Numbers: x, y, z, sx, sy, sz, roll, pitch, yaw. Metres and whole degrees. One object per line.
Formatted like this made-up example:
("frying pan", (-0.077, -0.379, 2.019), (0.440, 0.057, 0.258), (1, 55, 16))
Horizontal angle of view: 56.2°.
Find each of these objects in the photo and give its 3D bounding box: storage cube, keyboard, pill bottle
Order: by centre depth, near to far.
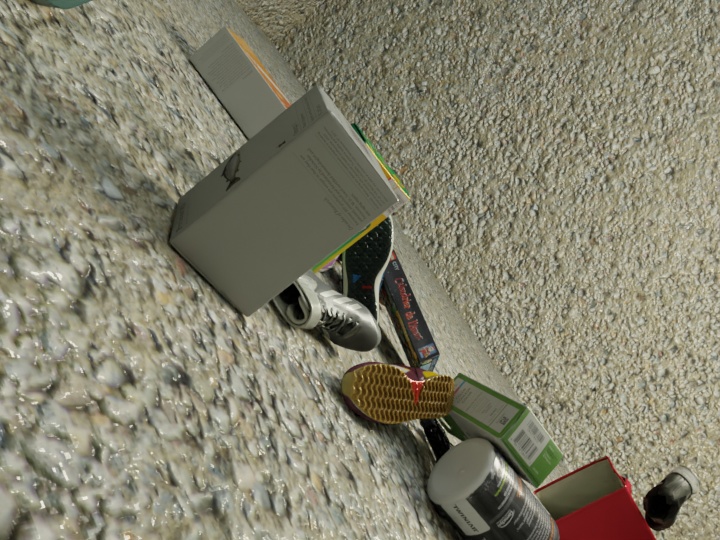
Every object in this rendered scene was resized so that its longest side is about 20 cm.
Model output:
("pill bottle", (0.182, 0.319, 0.860), (0.201, 0.106, 0.106), (51, 10, -15))
("keyboard", (0.144, 0.285, 1.002), (0.104, 0.039, 0.201), (48, 10, -35))
("storage cube", (0.463, 0.506, 1.320), (0.181, 0.199, 0.171), (60, 9, 0))

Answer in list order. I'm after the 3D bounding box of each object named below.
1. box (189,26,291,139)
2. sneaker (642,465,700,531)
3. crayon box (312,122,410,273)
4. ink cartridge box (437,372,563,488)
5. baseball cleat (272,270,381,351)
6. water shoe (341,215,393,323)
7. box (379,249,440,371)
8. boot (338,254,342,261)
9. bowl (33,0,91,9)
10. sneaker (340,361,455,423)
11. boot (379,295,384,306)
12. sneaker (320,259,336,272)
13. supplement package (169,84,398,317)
("box", (-0.225, -0.359, 1.334), (0.201, 0.097, 0.124), (53, 9, -2))
("sneaker", (0.569, 0.448, 1.284), (0.067, 0.090, 0.201), (49, -27, 35))
("crayon box", (-0.047, -0.085, 0.907), (0.119, 0.199, 0.058), (45, 12, -41))
("ink cartridge box", (0.170, 0.206, 0.926), (0.104, 0.059, 0.199), (52, -16, -25))
("baseball cleat", (-0.049, 0.057, 0.837), (0.200, 0.070, 0.107), (39, 21, -22))
("water shoe", (0.000, 0.000, 0.999), (0.071, 0.203, 0.079), (9, 7, -9))
("box", (0.078, 0.080, 1.190), (0.137, 0.037, 0.202), (86, -18, -70))
("boot", (-0.008, -0.002, 1.202), (0.200, 0.068, 0.176), (93, -14, -65))
("bowl", (-0.350, -0.371, 0.740), (0.201, 0.105, 0.201), (51, 10, -12))
("sneaker", (0.032, 0.155, 0.866), (0.089, 0.076, 0.199), (1, -12, 45))
("boot", (0.058, 0.024, 1.434), (0.107, 0.075, 0.201), (51, 7, -43))
("sneaker", (-0.039, -0.054, 1.104), (0.073, 0.114, 0.201), (50, 9, -9))
("supplement package", (-0.080, -0.073, 0.695), (0.117, 0.199, 0.117), (48, 10, -28))
